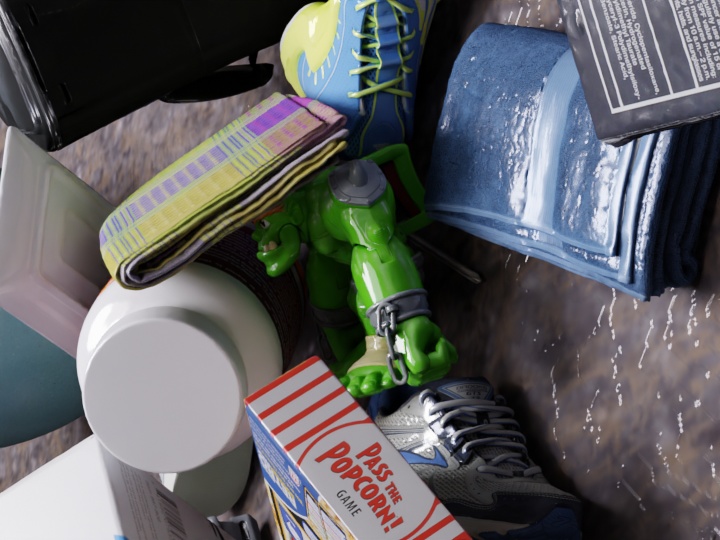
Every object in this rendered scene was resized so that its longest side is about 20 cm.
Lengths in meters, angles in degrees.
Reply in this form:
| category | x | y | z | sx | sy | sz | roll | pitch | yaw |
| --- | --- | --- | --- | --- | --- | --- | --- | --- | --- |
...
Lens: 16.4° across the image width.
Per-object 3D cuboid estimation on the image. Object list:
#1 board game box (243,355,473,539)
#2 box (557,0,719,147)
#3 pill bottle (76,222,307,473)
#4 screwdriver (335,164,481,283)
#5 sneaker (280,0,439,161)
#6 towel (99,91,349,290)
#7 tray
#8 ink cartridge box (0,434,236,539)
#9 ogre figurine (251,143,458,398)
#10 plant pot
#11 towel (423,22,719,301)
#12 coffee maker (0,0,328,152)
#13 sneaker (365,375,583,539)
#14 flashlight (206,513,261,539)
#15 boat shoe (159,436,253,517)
| category | x | y | z | sx | sy | sz | roll | pitch | yaw |
| --- | --- | --- | --- | --- | --- | --- | --- | --- | --- |
| board game box | 0.013 | 0.156 | 1.226 | 0.152 | 0.046 | 0.200 | 49 | 162 | 32 |
| box | 0.169 | -0.171 | 1.005 | 0.198 | 0.123 | 0.201 | -9 | 99 | 61 |
| pill bottle | -0.093 | 0.038 | 1.382 | 0.200 | 0.113 | 0.113 | -73 | -2 | -74 |
| screwdriver | 0.018 | -0.028 | 1.420 | 0.200 | 0.029 | 0.028 | 31 | 112 | 49 |
| sneaker | 0.018 | -0.125 | 1.381 | 0.200 | 0.076 | 0.105 | 128 | 129 | -62 |
| towel | -0.078 | -0.045 | 1.343 | 0.023 | 0.143 | 0.200 | 55 | 176 | -13 |
| tray | -0.155 | 0.001 | 1.474 | 0.022 | 0.200 | 0.108 | -5 | 66 | 23 |
| ink cartridge box | -0.105 | 0.203 | 1.359 | 0.084 | 0.200 | 0.145 | -31 | 49 | 13 |
| ogre figurine | 0.000 | 0.000 | 1.342 | 0.200 | 0.098 | 0.120 | -36 | -70 | -80 |
| plant pot | -0.226 | 0.030 | 1.722 | 0.200 | 0.134 | 0.201 | -16 | 72 | 59 |
| towel | 0.102 | -0.059 | 1.236 | 0.200 | 0.048 | 0.112 | 25 | 106 | 60 |
| coffee maker | -0.127 | -0.167 | 1.468 | 0.135 | 0.200 | 0.192 | 59 | 161 | 8 |
| sneaker | 0.049 | 0.096 | 1.283 | 0.200 | 0.077 | 0.085 | 11 | 89 | 60 |
| flashlight | -0.074 | 0.245 | 1.486 | 0.068 | 0.068 | 0.200 | -61 | 38 | 41 |
| boat shoe | -0.093 | 0.056 | 1.545 | 0.072 | 0.070 | 0.201 | 47 | 128 | 49 |
